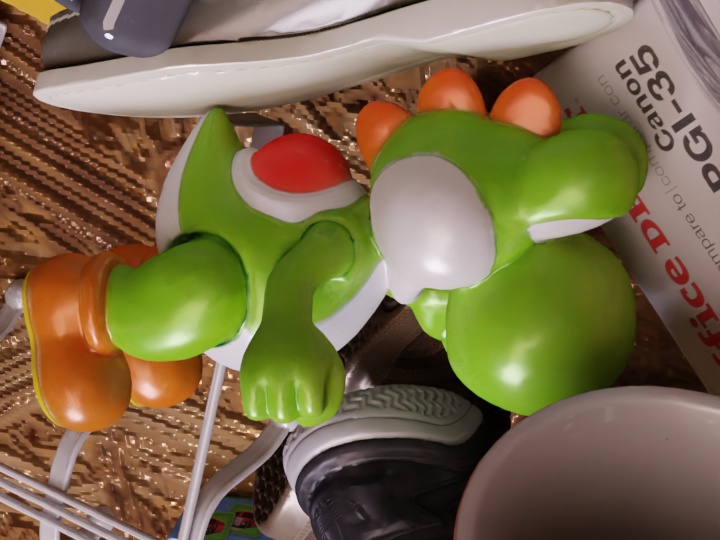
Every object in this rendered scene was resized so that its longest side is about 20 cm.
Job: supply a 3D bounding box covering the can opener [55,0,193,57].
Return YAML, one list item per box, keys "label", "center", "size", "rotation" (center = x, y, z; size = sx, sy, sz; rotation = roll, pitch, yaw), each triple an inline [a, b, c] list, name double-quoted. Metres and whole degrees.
- label: "can opener"
  center: [-0.050, -0.160, 0.792]
  size: [0.053, 0.067, 0.201]
  rotation: [45, 116, 43]

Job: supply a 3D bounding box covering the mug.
- label: "mug"
  center: [0.089, 0.164, 0.818]
  size: [0.177, 0.133, 0.201]
  rotation: [44, 143, 27]

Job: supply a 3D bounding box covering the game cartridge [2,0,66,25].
- label: "game cartridge"
  center: [-0.104, -0.178, 0.897]
  size: [0.176, 0.032, 0.201]
  rotation: [27, 131, 19]

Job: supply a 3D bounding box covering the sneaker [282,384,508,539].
- label: "sneaker"
  center: [0.068, 0.110, 0.961]
  size: [0.199, 0.114, 0.076]
  rotation: [10, 143, -28]

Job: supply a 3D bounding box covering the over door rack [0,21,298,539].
- label: "over door rack"
  center: [-0.092, 0.012, 1.006]
  size: [0.147, 0.066, 0.201]
  rotation: [21, 117, 31]

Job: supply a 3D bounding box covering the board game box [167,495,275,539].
- label: "board game box"
  center: [0.030, 0.167, 1.103]
  size: [0.199, 0.037, 0.152]
  rotation: [5, 124, 18]

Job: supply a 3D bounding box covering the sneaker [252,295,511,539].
- label: "sneaker"
  center: [0.028, 0.027, 1.004]
  size: [0.075, 0.071, 0.201]
  rotation: [15, 130, -20]

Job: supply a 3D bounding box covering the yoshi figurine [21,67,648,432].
- label: "yoshi figurine"
  center: [0.003, 0.015, 0.866]
  size: [0.199, 0.113, 0.112]
  rotation: [-16, 139, 21]

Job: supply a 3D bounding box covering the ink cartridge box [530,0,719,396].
- label: "ink cartridge box"
  center: [0.162, -0.049, 0.830]
  size: [0.147, 0.083, 0.200]
  rotation: [57, 139, 2]

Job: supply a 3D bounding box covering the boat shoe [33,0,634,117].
- label: "boat shoe"
  center: [-0.013, -0.089, 0.857]
  size: [0.200, 0.072, 0.061]
  rotation: [-9, 82, 24]
